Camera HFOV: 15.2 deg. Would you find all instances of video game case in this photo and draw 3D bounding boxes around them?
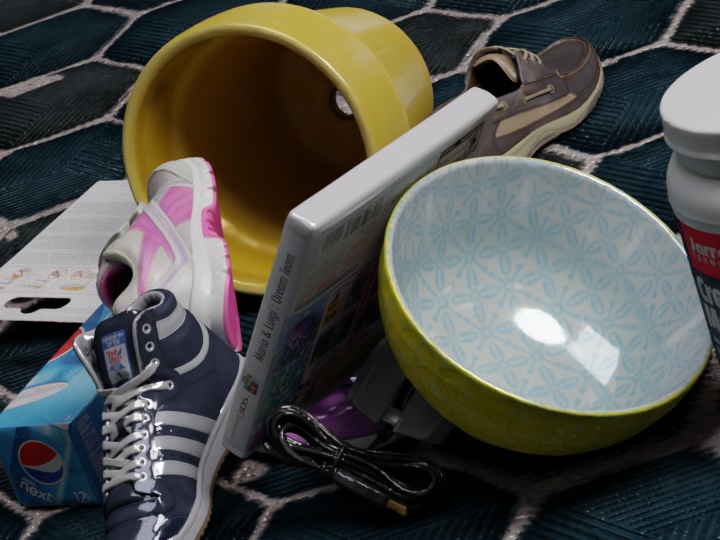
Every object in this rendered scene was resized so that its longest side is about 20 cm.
[{"bbox_3d":[0.000,0.000,1.615,0.024,0.182,0.200,33,40,18],"label":"video game case"}]

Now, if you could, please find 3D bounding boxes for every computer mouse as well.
[{"bbox_3d":[0.030,0.069,1.639,0.110,0.044,0.200,23,38,14],"label":"computer mouse"}]

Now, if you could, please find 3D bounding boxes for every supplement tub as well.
[{"bbox_3d":[0.251,-0.018,1.504,0.140,0.200,0.140,-17,24,8],"label":"supplement tub"}]

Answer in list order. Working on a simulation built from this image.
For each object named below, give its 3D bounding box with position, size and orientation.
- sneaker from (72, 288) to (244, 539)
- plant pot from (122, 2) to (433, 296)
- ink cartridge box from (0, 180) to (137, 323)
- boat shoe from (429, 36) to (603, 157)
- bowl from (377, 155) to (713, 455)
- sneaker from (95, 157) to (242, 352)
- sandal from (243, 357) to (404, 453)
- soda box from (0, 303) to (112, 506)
[{"bbox_3d":[-0.135,0.098,1.626,0.070,0.109,0.200,-20,32,35],"label":"sneaker"},{"bbox_3d":[-0.040,-0.103,1.938,0.200,0.201,0.189,-7,15,27],"label":"plant pot"},{"bbox_3d":[-0.186,-0.001,2.001,0.162,0.057,0.200,0,36,38],"label":"ink cartridge box"},{"bbox_3d":[0.117,-0.131,2.008,0.074,0.073,0.200,-1,30,36],"label":"boat shoe"},{"bbox_3d":[0.096,0.041,1.583,0.200,0.108,0.200,11,45,-11],"label":"bowl"},{"bbox_3d":[-0.132,-0.011,1.777,0.088,0.081,0.200,-9,27,-4],"label":"sneaker"},{"bbox_3d":[-0.048,0.078,1.713,0.202,0.050,0.082,4,35,40],"label":"sandal"},{"bbox_3d":[-0.162,0.075,1.791,0.068,0.064,0.200,-5,27,29],"label":"soda box"}]
